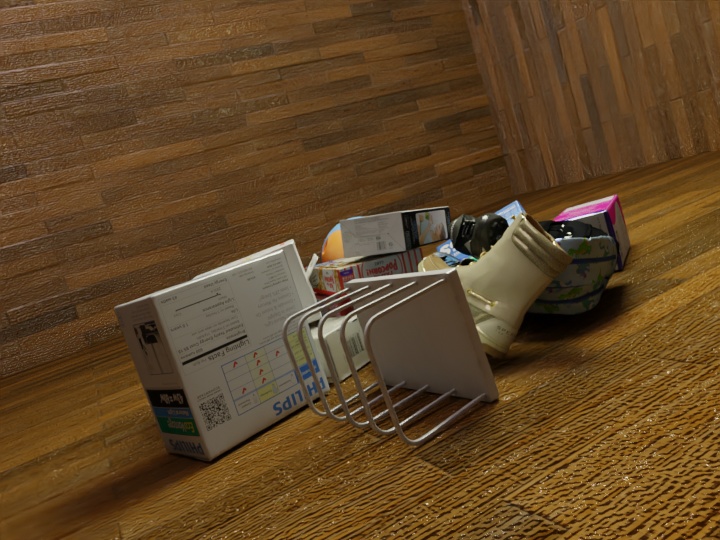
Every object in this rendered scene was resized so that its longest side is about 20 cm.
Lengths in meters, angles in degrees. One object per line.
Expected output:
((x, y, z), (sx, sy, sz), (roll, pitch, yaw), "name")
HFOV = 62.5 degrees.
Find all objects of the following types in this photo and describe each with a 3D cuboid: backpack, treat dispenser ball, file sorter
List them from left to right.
((0.001, -0.033, 1.489), (0.199, 0.203, 0.201), (-17, 6, 2), "treat dispenser ball")
((0.019, 0.091, 0.641), (0.124, 0.140, 0.199), (-24, 9, -30), "file sorter")
((0.270, -0.010, 0.812), (0.162, 0.155, 0.200), (7, -7, 20), "backpack")

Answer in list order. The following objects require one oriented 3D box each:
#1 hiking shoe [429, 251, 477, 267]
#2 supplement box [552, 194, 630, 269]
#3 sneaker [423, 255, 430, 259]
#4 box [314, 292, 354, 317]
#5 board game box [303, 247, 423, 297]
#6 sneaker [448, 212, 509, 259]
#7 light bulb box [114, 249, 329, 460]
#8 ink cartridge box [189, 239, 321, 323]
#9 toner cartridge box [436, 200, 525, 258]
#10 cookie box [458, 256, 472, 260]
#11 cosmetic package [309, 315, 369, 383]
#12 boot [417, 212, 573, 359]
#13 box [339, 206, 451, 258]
((0.158, 0.010, 0.877), (0.074, 0.087, 0.200), (-20, 34, -14), "hiking shoe")
((0.412, -0.062, 1.058), (0.103, 0.102, 0.200), (-14, 6, 32), "supplement box")
((0.125, 0.016, 1.324), (0.199, 0.075, 0.079), (-19, 1, -18), "sneaker")
((-0.023, 0.076, 1.068), (0.102, 0.096, 0.200), (-18, 6, -21), "box")
((0.000, 0.000, 1.018), (0.150, 0.047, 0.200), (-15, 6, -19), "board game box")
((0.169, -0.050, 0.878), (0.090, 0.067, 0.200), (22, 0, 16), "sneaker")
((-0.173, 0.103, 0.766), (0.197, 0.202, 0.124), (-22, 6, -41), "light bulb box")
((-0.152, 0.036, 0.935), (0.198, 0.126, 0.129), (-21, 8, -4), "ink cartridge box")
((0.260, -0.054, 1.236), (0.199, 0.043, 0.096), (-31, 44, 22), "toner cartridge box")
((0.230, 0.010, 1.045), (0.198, 0.076, 0.171), (-19, 8, -5), "cookie box")
((-0.084, 0.125, 0.920), (0.199, 0.074, 0.103), (-13, 8, 41), "cosmetic package")
((0.159, -0.007, 0.738), (0.072, 0.156, 0.200), (24, 17, -29), "boot")
((0.065, -0.066, 0.990), (0.116, 0.061, 0.200), (-6, 4, 31), "box")
